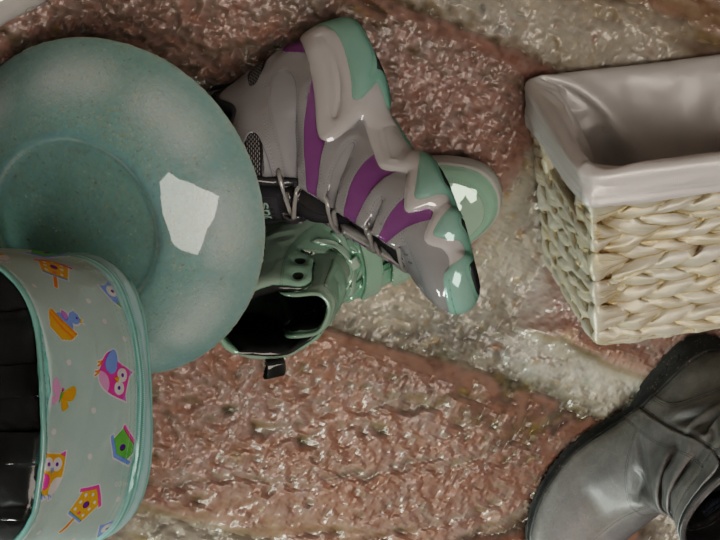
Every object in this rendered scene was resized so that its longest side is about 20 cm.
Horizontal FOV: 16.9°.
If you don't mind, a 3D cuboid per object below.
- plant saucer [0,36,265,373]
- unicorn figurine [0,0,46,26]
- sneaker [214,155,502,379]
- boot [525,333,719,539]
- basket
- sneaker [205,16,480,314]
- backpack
[{"bbox_3d":[-0.152,-0.029,1.356,0.201,0.039,0.201,8,111,20],"label":"plant saucer"},{"bbox_3d":[-0.225,-0.147,1.317,0.200,0.074,0.137,-32,101,20],"label":"unicorn figurine"},{"bbox_3d":[0.000,0.000,1.417,0.200,0.118,0.074,-19,116,-4],"label":"sneaker"},{"bbox_3d":[0.186,0.140,1.517,0.070,0.132,0.200,29,105,-24],"label":"boot"},{"bbox_3d":[0.207,-0.046,1.437,0.200,0.136,0.123,-7,120,-10],"label":"basket"},{"bbox_3d":[-0.026,-0.036,1.363,0.140,0.200,0.078,-26,150,-4],"label":"sneaker"},{"bbox_3d":[-0.193,0.072,1.276,0.153,0.200,0.176,4,83,-42],"label":"backpack"}]
